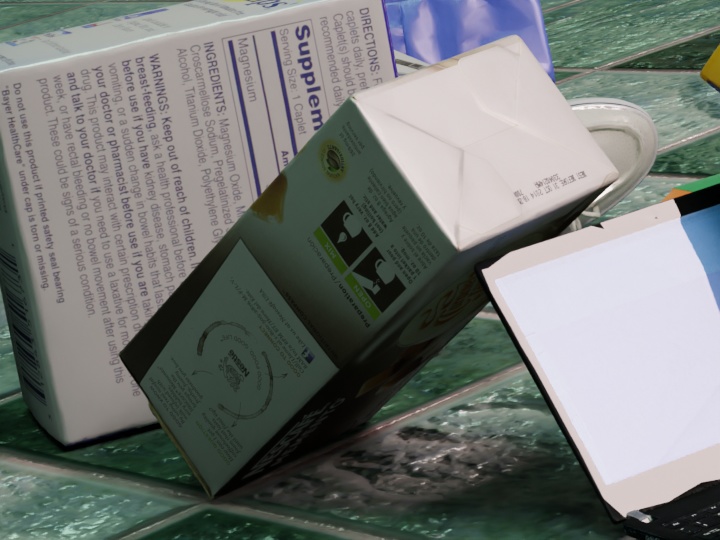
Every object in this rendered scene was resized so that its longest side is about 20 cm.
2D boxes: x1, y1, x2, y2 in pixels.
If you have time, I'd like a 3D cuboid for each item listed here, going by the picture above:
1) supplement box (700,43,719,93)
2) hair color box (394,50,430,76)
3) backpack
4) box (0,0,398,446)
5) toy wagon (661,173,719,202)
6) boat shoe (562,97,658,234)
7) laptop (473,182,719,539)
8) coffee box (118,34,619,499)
[{"bbox_3d":[0.253,-0.072,1.156,0.109,0.110,0.200,42,11,34],"label":"supplement box"},{"bbox_3d":[0.006,-0.090,1.598,0.200,0.064,0.111,25,21,39],"label":"hair color box"},{"bbox_3d":[0.018,-0.156,1.787,0.200,0.168,0.163,-12,-13,3],"label":"backpack"},{"bbox_3d":[-0.079,-0.034,1.333,0.200,0.184,0.105,-13,12,-15],"label":"box"},{"bbox_3d":[0.209,-0.026,1.391,0.155,0.040,0.200,-16,15,-25],"label":"toy wagon"},{"bbox_3d":[0.087,-0.041,1.471,0.202,0.075,0.086,-18,15,-22],"label":"boat shoe"},{"bbox_3d":[0.176,0.034,1.034,0.177,0.103,0.200,-18,16,-28],"label":"laptop"},{"bbox_3d":[0.000,0.000,1.147,0.114,0.080,0.200,-23,-17,-46],"label":"coffee box"}]
